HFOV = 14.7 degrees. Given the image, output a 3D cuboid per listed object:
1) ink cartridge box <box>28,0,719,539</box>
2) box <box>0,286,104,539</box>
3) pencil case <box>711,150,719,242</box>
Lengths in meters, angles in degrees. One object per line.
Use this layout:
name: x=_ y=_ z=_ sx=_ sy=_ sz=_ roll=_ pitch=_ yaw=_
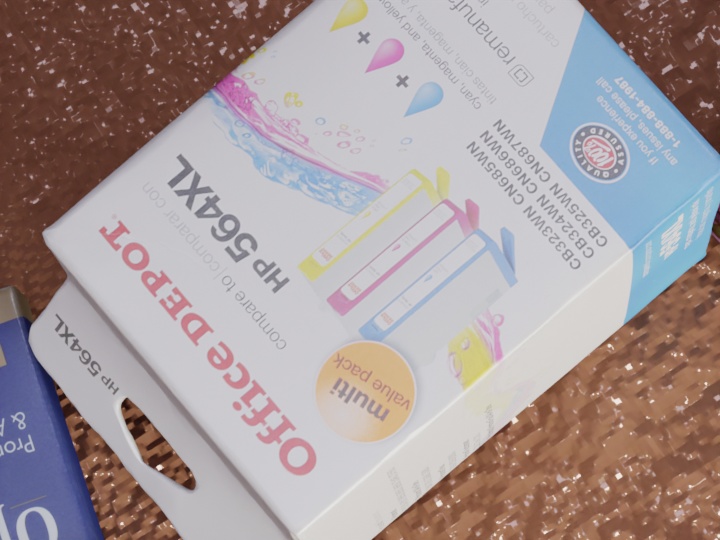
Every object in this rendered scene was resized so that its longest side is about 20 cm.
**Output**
ink cartridge box: x=0.000 y=0.000 z=0.901 sx=0.200 sy=0.125 sz=0.129 roll=-41 pitch=80 yaw=-6
box: x=-0.140 y=0.119 z=0.933 sx=0.121 sy=0.032 sz=0.201 roll=-20 pitch=79 yaw=-1
pencil case: x=0.194 y=-0.072 z=0.928 sx=0.086 sy=0.083 sz=0.200 roll=35 pitch=82 yaw=20
